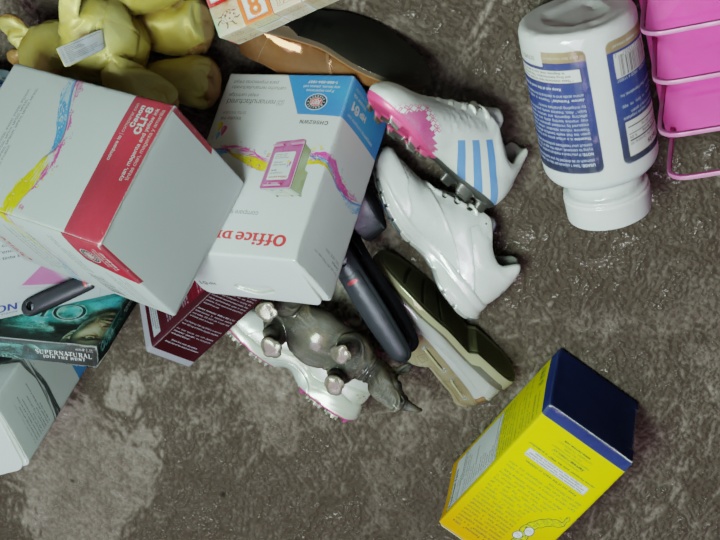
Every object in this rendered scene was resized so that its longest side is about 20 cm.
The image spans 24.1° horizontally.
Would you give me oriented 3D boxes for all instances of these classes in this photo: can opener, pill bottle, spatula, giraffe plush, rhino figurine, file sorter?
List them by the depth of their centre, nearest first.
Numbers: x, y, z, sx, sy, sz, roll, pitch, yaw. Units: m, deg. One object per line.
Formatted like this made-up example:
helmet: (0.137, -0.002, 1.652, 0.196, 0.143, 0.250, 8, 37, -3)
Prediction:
file sorter: (0.320, -0.197, 1.495, 0.137, 0.126, 0.202, -8, 117, 17)
pill bottle: (0.215, -0.144, 1.559, 0.110, 0.111, 0.202, -6, 118, 16)
giraffe plush: (-0.255, -0.206, 1.617, 0.161, 0.199, 0.175, -10, 90, 45)
can opener: (0.000, 0.000, 1.654, 0.078, 0.063, 0.202, -21, 96, 33)
rhino figurine: (-0.019, 0.086, 1.709, 0.199, 0.088, 0.060, 32, 107, -2)
spatula: (-0.256, 0.004, 1.713, 0.198, 0.021, 0.057, -21, 78, 7)

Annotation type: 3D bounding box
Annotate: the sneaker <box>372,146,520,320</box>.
sneaker: (0.082, -0.048, 1.681, 0.087, 0.075, 0.201, -36, 108, 7)

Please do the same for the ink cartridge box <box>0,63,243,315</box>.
ink cartridge box: (-0.241, -0.075, 1.523, 0.198, 0.146, 0.145, 17, 163, 31)

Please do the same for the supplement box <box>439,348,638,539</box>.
supplement box: (0.187, 0.202, 1.765, 0.109, 0.109, 0.200, 34, 121, -8)

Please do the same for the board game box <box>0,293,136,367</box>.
board game box: (-0.349, 0.047, 1.786, 0.197, 0.136, 0.028, 5, 121, 10)

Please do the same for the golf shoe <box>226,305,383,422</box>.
golf shoe: (-0.064, 0.071, 1.782, 0.199, 0.075, 0.092, 37, 98, -7)

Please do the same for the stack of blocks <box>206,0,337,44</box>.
stack of blocks: (-0.052, -0.300, 1.536, 0.198, 0.059, 0.116, -21, 86, 14)

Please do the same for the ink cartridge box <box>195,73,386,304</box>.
ink cartridge box: (-0.077, -0.079, 1.590, 0.143, 0.202, 0.085, 4, 155, 28)

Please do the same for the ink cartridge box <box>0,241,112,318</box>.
ink cartridge box: (-0.321, -0.031, 1.696, 0.194, 0.044, 0.201, -13, 147, -18)

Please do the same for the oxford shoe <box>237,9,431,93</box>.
oxford shoe: (-0.026, -0.204, 1.613, 0.198, 0.072, 0.072, 22, 133, 11)

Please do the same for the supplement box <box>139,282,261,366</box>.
supplement box: (-0.144, -0.006, 1.718, 0.061, 0.110, 0.200, 22, 129, -38)

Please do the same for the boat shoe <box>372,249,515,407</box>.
boat shoe: (0.069, 0.066, 1.735, 0.068, 0.075, 0.200, -39, 106, 23)

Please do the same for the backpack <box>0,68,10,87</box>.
backpack: (-0.384, -0.107, 1.710, 0.162, 0.154, 0.201, 24, 110, -24)

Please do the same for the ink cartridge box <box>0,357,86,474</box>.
ink cartridge box: (-0.395, 0.133, 1.807, 0.144, 0.201, 0.084, -15, 116, 21)

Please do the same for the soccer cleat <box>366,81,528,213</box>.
soccer cleat: (0.084, -0.136, 1.589, 0.087, 0.070, 0.200, -52, 132, 0)
